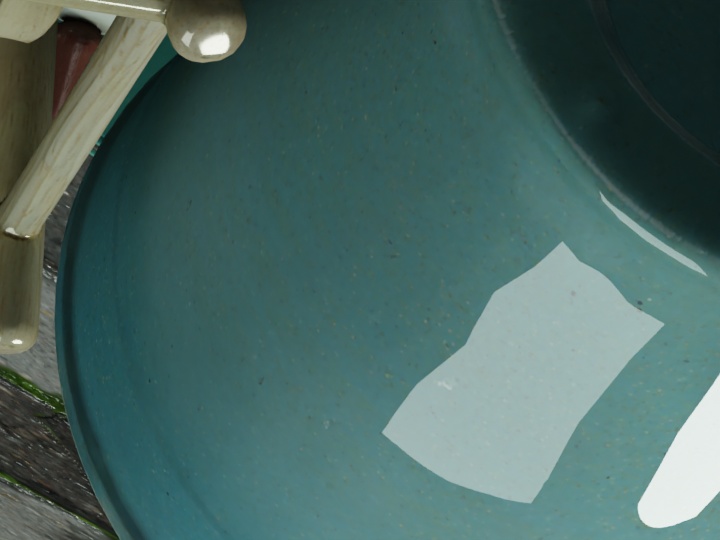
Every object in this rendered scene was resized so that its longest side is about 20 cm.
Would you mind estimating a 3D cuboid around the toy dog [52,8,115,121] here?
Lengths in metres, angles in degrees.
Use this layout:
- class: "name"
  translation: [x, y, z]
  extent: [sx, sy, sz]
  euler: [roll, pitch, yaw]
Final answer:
- class: "toy dog"
  translation: [-0.108, -0.111, 0.764]
  extent: [0.200, 0.097, 0.132]
  euler: [29, 163, 0]

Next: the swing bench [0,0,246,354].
- class: "swing bench"
  translation: [-0.143, -0.109, 0.591]
  extent: [0.198, 0.201, 0.130]
  euler: [7, 148, -24]

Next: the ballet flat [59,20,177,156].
- class: "ballet flat"
  translation: [-0.020, -0.051, 0.856]
  extent: [0.070, 0.068, 0.200]
  euler: [17, 175, -35]

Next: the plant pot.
- class: "plant pot"
  translation: [0.054, -0.018, 0.638]
  extent: [0.200, 0.200, 0.188]
  euler: [31, 148, -5]
